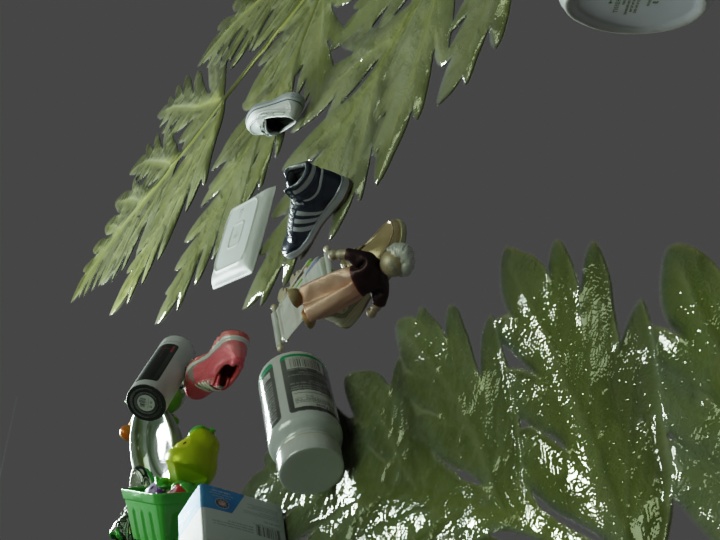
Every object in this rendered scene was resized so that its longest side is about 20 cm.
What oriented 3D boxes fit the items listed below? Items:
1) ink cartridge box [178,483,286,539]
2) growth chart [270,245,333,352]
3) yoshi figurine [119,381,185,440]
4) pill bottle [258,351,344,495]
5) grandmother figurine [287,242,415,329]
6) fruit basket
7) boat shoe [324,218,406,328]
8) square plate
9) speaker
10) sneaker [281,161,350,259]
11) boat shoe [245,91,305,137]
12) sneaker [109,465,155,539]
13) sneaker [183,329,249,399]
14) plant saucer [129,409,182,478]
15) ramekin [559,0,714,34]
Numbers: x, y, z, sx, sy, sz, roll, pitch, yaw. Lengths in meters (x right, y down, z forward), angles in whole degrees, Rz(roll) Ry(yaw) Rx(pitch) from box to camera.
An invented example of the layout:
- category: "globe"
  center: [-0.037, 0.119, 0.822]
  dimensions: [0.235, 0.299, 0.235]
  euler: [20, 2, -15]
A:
- category: "ink cartridge box"
  center: [-0.182, 0.427, 1.416]
  dimensions: [0.084, 0.144, 0.201]
  euler: [-53, 30, 25]
- category: "growth chart"
  center: [-0.103, 0.046, 1.715]
  dimensions: [0.200, 0.018, 0.146]
  euler: [-48, 32, 32]
- category: "yoshi figurine"
  center: [-0.422, 0.293, 2.015]
  dimensions: [0.201, 0.112, 0.112]
  euler: [-53, 39, 20]
- category: "pill bottle"
  center: [-0.087, 0.223, 1.440]
  dimensions: [0.114, 0.112, 0.201]
  euler: [-53, 29, 24]
- category: "grandmother figurine"
  center: [-0.004, 0.019, 1.456]
  dimensions: [0.198, 0.122, 0.061]
  euler: [-28, 27, 17]
- category: "fruit basket"
  center: [-0.325, 0.378, 1.737]
  dimensions: [0.215, 0.154, 0.219]
  euler: [-12, 76, 57]
- category: "boat shoe"
  center: [0.000, 0.000, 1.511]
  dimensions: [0.201, 0.064, 0.072]
  euler: [-55, 29, 22]
- category: "square plate"
  center: [-0.256, -0.071, 2.075]
  dimensions: [0.199, 0.028, 0.201]
  euler: [-19, 53, 55]
- category: "speaker"
  center: [-0.385, 0.207, 1.901]
  dimensions: [0.082, 0.081, 0.200]
  euler: [-53, 8, 24]
- category: "sneaker"
  center: [-0.114, -0.113, 1.761]
  dimensions: [0.200, 0.108, 0.071]
  euler: [-50, 30, 29]
- category: "boat shoe"
  center: [-0.196, -0.326, 2.116]
  dimensions: [0.199, 0.073, 0.068]
  euler: [-22, 47, 53]
- category: "sneaker"
  center: [-0.430, 0.475, 1.859]
  dimensions: [0.078, 0.084, 0.203]
  euler: [-19, 65, 52]
- category: "sneaker"
  center: [-0.281, 0.198, 1.859]
  dimensions: [0.200, 0.073, 0.088]
  euler: [-47, 34, 33]
- category: "plant saucer"
  center: [-0.394, 0.352, 1.929]
  dimensions: [0.199, 0.050, 0.204]
  euler: [-2, 88, 53]
- category: "ramekin"
  center: [0.309, -0.338, 1.087]
  dimensions: [0.201, 0.200, 0.096]
  euler: [-7, 75, 59]
